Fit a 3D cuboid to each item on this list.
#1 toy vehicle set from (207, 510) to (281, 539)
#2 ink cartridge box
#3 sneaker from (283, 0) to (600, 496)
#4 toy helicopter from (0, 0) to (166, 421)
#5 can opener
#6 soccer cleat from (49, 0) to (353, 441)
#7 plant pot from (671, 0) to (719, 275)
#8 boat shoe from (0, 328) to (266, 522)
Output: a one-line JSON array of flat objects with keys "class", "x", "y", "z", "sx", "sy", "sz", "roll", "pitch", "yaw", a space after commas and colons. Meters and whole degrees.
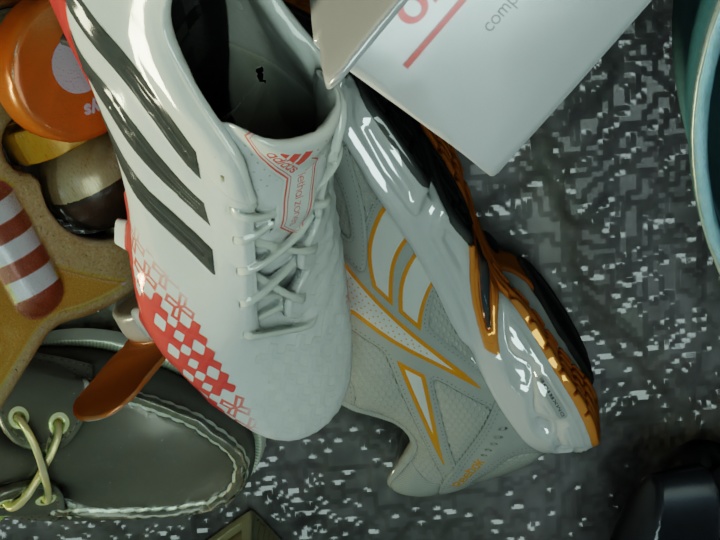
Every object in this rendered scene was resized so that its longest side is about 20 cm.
[{"class": "toy vehicle set", "x": -0.106, "y": 0.178, "z": 0.815, "sx": 0.199, "sy": 0.124, "sz": 0.027, "roll": -36, "pitch": 110, "yaw": 13}, {"class": "ink cartridge box", "x": 0.044, "y": -0.106, "z": 0.659, "sx": 0.067, "sy": 0.200, "sz": 0.116, "roll": 36, "pitch": 108, "yaw": -17}, {"class": "sneaker", "x": 0.000, "y": 0.000, "z": 0.775, "sx": 0.092, "sy": 0.076, "sz": 0.201, "roll": -29, "pitch": 111, "yaw": 14}, {"class": "toy helicopter", "x": -0.106, "y": 0.011, "z": 0.742, "sx": 0.132, "sy": 0.079, "sz": 0.201, "roll": 33, "pitch": 81, "yaw": -33}, {"class": "can opener", "x": 0.105, "y": 0.156, "z": 0.851, "sx": 0.078, "sy": 0.063, "sz": 0.202, "roll": 2, "pitch": 113, "yaw": -23}, {"class": "soccer cleat", "x": -0.034, "y": -0.027, "z": 0.686, "sx": 0.069, "sy": 0.085, "sz": 0.201, "roll": -38, "pitch": 125, "yaw": -32}, {"class": "plant pot", "x": 0.181, "y": -0.079, "z": 0.686, "sx": 0.198, "sy": 0.188, "sz": 0.202, "roll": -1, "pitch": 114, "yaw": -2}, {"class": "boat shoe", "x": -0.131, "y": 0.056, "z": 0.796, "sx": 0.200, "sy": 0.060, "sz": 0.073, "roll": 11, "pitch": 113, "yaw": -8}]
